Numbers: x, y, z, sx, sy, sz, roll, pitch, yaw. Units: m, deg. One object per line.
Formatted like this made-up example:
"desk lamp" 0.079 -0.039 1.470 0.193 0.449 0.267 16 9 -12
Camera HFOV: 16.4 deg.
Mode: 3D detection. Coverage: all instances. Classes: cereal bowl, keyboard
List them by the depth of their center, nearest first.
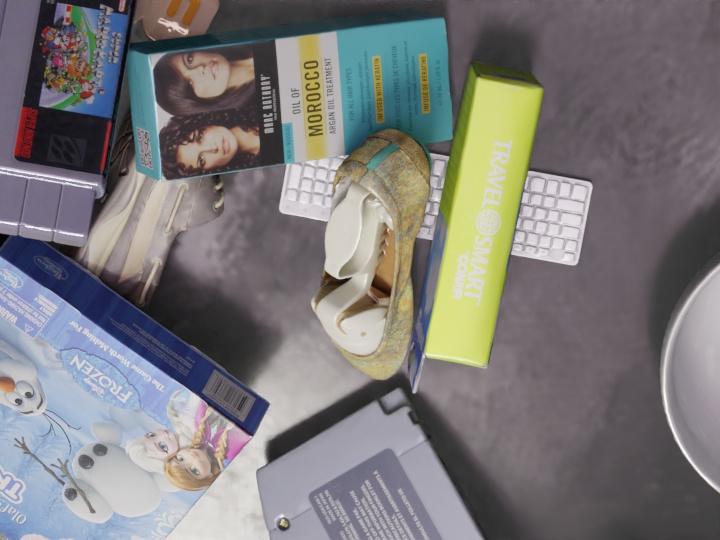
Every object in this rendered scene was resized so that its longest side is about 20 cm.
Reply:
"cereal bowl" 0.292 0.057 1.616 0.200 0.083 0.200 1 103 3
"keyboard" 0.049 -0.048 1.640 0.200 0.011 0.056 10 104 0

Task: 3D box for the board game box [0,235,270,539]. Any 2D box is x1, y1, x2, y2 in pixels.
"board game box" -0.193 0.099 1.636 0.200 0.043 0.199 36 126 -6

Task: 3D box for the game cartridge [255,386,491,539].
"game cartridge" 0.020 0.195 1.656 0.133 0.042 0.200 -31 80 10

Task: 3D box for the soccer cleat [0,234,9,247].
"soccer cleat" -0.255 -0.100 1.619 0.073 0.068 0.200 10 102 19

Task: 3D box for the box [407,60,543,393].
"box" 0.071 -0.027 1.578 0.048 0.122 0.200 11 99 -1

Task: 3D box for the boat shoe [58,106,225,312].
"boat shoe" -0.126 -0.058 1.624 0.073 0.075 0.200 26 106 -21

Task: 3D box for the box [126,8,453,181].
"box" -0.043 -0.111 1.569 0.200 0.049 0.082 -10 104 -21

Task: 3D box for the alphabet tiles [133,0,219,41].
"alphabet tiles" -0.173 -0.220 1.581 0.200 0.015 0.196 27 84 -4

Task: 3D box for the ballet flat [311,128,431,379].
"ballet flat" 0.000 0.000 1.591 0.071 0.071 0.200 10 130 0

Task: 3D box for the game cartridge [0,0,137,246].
"game cartridge" -0.208 -0.121 1.513 0.129 0.038 0.200 8 74 -2
